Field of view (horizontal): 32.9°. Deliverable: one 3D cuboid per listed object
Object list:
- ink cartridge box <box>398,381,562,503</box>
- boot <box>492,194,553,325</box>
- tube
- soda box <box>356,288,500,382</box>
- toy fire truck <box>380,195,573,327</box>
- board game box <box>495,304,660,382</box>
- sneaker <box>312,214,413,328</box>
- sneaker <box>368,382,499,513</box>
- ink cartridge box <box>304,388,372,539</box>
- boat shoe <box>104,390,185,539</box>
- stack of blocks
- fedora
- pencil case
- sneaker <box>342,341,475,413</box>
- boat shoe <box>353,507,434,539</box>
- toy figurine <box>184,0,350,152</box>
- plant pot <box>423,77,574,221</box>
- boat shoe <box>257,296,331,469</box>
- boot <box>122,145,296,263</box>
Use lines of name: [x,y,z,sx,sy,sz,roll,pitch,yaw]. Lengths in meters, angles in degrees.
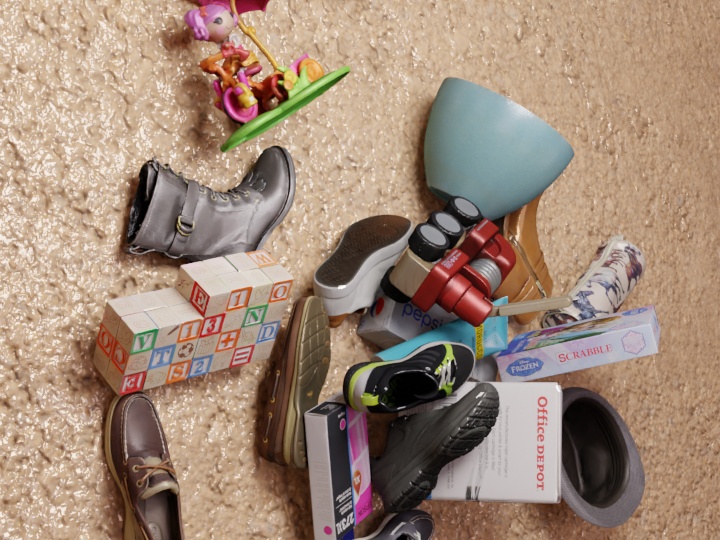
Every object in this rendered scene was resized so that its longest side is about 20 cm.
ink cartridge box: [0.150,0.213,1.514,0.084,0.200,0.146,44,47,-73]
boot: [0.235,-0.037,1.712,0.155,0.077,0.200,50,57,-22]
tube: [0.105,0.097,1.518,0.200,0.050,0.078,-20,127,-29]
soda box: [0.093,0.089,1.580,0.200,0.063,0.068,31,65,-33]
toy fire truck: [0.156,0.008,1.493,0.200,0.129,0.176,38,31,8]
board game box: [0.292,0.096,1.610,0.200,0.199,0.041,-21,97,-75]
sneaker: [0.000,0.000,1.527,0.200,0.073,0.085,-42,144,-44]
sneaker: [0.079,0.195,1.443,0.076,0.200,0.091,24,24,-55]
ink cartridge box: [-0.024,0.247,1.429,0.095,0.037,0.200,-26,117,-60]
boat shoe: [-0.218,0.224,1.286,0.072,0.072,0.200,-3,85,-41]
stack of blocks: [-0.179,0.053,1.315,0.200,0.059,0.115,-13,134,-41]
fedora: [0.301,0.264,1.712,0.200,0.090,0.177,55,52,-12]
pencil case: [0.346,0.033,1.796,0.200,0.078,0.090,-46,132,-35]
sneaker: [0.071,0.134,1.418,0.200,0.083,0.072,-13,106,-37]
boat shoe: [0.044,0.341,1.474,0.200,0.063,0.073,-12,106,-55]
toy figurine: [-0.138,-0.255,1.401,0.200,0.150,0.184,-39,97,-42]
plant pot: [0.162,-0.144,1.611,0.200,0.200,0.135,33,86,-32]
boat shoe: [-0.082,0.127,1.416,0.072,0.067,0.200,25,70,-61]
boot: [-0.170,-0.083,1.379,0.174,0.069,0.200,29,67,-34]
